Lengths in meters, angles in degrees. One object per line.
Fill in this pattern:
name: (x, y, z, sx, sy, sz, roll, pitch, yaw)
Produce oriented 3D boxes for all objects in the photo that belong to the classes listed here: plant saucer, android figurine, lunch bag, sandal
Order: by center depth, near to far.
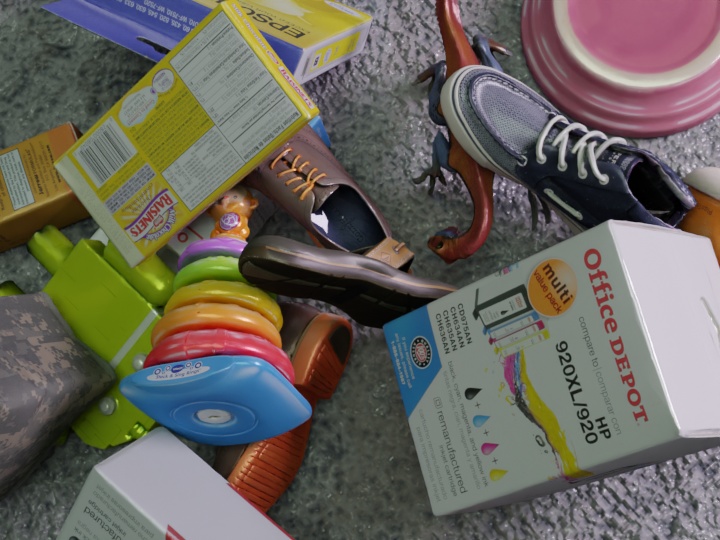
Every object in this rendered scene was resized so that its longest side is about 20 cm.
sandal: (0.000, 0.000, 0.855, 0.200, 0.082, 0.055, 16, 64, -32)
lunch bag: (-0.308, 0.119, 0.870, 0.118, 0.164, 0.200, 46, 104, 12)
android figurine: (-0.213, 0.061, 0.947, 0.200, 0.041, 0.182, 44, 101, 15)
plant saucer: (0.233, -0.211, 0.968, 0.200, 0.051, 0.201, -2, 77, 7)

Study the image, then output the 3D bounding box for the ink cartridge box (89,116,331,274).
ink cartridge box: (-0.133, -0.073, 0.970, 0.116, 0.067, 0.200, 37, 83, 12)

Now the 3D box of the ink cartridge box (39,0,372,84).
ink cartridge box: (-0.116, -0.207, 0.944, 0.198, 0.200, 0.047, 26, 116, 11)

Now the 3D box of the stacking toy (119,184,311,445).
stacking toy: (-0.100, 0.018, 0.867, 0.116, 0.110, 0.200, -10, 57, 19)

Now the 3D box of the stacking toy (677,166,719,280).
stacking toy: (0.269, 0.036, 0.884, 0.146, 0.146, 0.200, 30, 101, 13)

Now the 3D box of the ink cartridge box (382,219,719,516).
ink cartridge box: (0.148, 0.071, 0.818, 0.200, 0.145, 0.147, -27, 70, 37)

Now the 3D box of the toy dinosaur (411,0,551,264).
toy dinosaur: (0.073, -0.104, 0.917, 0.105, 0.200, 0.182, -15, 43, 19)

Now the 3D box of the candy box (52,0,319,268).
candy box: (-0.132, -0.096, 0.861, 0.200, 0.026, 0.102, -36, 94, 27)

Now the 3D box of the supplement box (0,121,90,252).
supplement box: (-0.316, -0.052, 0.989, 0.200, 0.067, 0.069, -24, 75, 0)

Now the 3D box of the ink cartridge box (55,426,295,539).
ink cartridge box: (-0.152, 0.238, 0.840, 0.144, 0.084, 0.200, 38, 118, 14)

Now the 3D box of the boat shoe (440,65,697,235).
boat shoe: (0.155, -0.087, 0.854, 0.200, 0.093, 0.075, 37, 70, -14)

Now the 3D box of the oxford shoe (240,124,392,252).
oxford shoe: (-0.046, -0.077, 0.900, 0.200, 0.073, 0.071, 41, 84, -14)

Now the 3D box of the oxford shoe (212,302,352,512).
oxford shoe: (-0.081, 0.117, 0.919, 0.073, 0.071, 0.200, 22, 73, 28)
